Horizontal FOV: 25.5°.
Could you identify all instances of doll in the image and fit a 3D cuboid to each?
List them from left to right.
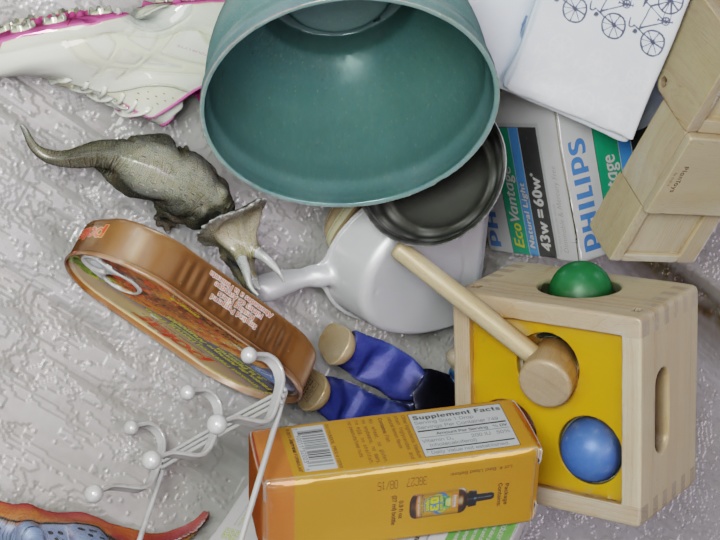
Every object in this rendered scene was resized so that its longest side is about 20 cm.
[{"bbox_3d":[0.039,0.118,1.256,0.199,0.048,0.137,29,91,-31],"label":"doll"}]

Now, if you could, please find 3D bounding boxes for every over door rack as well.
[{"bbox_3d":[-0.121,0.160,1.053,0.066,0.147,0.201,31,45,-32],"label":"over door rack"}]

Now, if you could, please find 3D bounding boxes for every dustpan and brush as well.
[{"bbox_3d":[0.000,0.000,1.200,0.199,0.057,0.140,-20,131,-30],"label":"dustpan and brush"}]

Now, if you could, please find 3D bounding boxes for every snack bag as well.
[{"bbox_3d":[0.131,-0.206,1.114,0.199,0.021,0.189,24,122,7],"label":"snack bag"}]

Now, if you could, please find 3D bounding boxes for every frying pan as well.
[{"bbox_3d":[0.018,-0.077,1.161,0.031,0.189,0.116,32,69,-64],"label":"frying pan"}]

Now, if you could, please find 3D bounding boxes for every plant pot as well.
[{"bbox_3d":[-0.012,-0.158,1.087,0.199,0.200,0.135,19,46,-30],"label":"plant pot"}]

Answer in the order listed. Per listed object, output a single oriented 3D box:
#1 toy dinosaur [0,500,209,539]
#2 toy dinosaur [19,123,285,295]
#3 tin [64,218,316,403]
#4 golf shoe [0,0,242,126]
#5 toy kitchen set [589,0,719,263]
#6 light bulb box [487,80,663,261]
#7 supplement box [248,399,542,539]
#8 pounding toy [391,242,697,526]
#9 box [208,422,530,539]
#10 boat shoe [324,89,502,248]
[{"bbox_3d":[-0.230,0.194,1.114,0.182,0.105,0.200,49,38,-15],"label":"toy dinosaur"},{"bbox_3d":[-0.136,-0.066,1.102,0.200,0.102,0.077,38,76,-29],"label":"toy dinosaur"},{"bbox_3d":[-0.117,0.029,1.120,0.200,0.112,0.042,38,62,-29],"label":"tin"},{"bbox_3d":[-0.166,-0.140,1.096,0.199,0.075,0.092,-12,104,-28],"label":"golf shoe"},{"bbox_3d":[0.263,-0.134,1.202,0.162,0.181,0.201,2,133,-27],"label":"toy kitchen set"},{"bbox_3d":[0.199,-0.128,1.278,0.199,0.125,0.200,-18,104,-28],"label":"light bulb box"},{"bbox_3d":[0.023,0.144,1.114,0.198,0.069,0.067,-4,121,-11],"label":"supplement box"},{"bbox_3d":[0.138,0.070,1.183,0.142,0.183,0.202,-22,115,-52],"label":"pounding toy"},{"bbox_3d":[0.009,0.189,1.138,0.144,0.199,0.037,-53,151,-49],"label":"box"},{"bbox_3d":[0.032,-0.100,1.220,0.201,0.065,0.072,-55,143,6],"label":"boat shoe"}]
